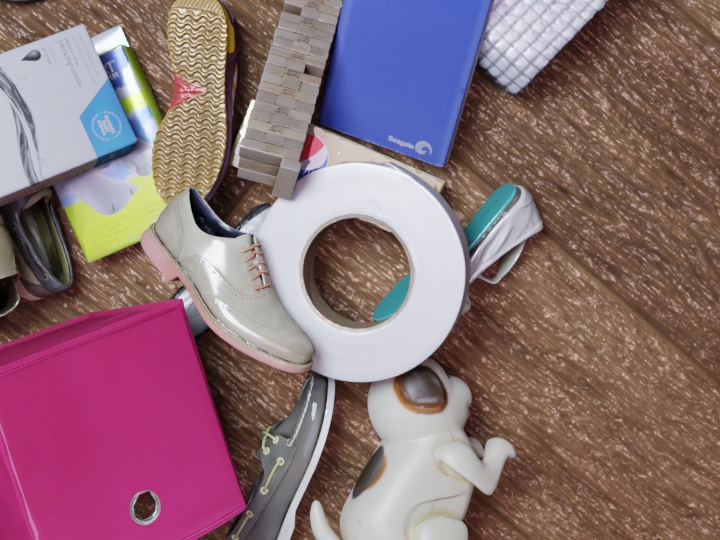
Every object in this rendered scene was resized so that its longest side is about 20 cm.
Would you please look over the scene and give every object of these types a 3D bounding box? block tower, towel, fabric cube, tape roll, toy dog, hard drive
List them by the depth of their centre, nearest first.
[{"bbox_3d":[-0.252,0.154,0.915,0.196,0.200,0.200,-21,98,-39],"label":"fabric cube"},{"bbox_3d":[-0.064,-0.167,0.928,0.058,0.054,0.201,14,64,-6],"label":"block tower"},{"bbox_3d":[0.000,0.000,0.931,0.202,0.037,0.204,2,96,14],"label":"tape roll"},{"bbox_3d":[0.042,-0.206,0.935,0.132,0.025,0.201,21,123,10],"label":"hard drive"},{"bbox_3d":[0.152,-0.288,0.951,0.166,0.086,0.200,42,97,-3],"label":"towel"},{"bbox_3d":[0.050,0.184,0.989,0.193,0.140,0.201,6,84,-8],"label":"toy dog"}]

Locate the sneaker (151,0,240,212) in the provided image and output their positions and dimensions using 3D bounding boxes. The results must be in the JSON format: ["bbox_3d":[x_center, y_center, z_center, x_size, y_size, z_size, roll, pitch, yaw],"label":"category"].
[{"bbox_3d":[-0.146,-0.155,0.963,0.075,0.090,0.201,10,97,7],"label":"sneaker"}]

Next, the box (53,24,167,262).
[{"bbox_3d":[-0.247,-0.123,0.991,0.122,0.048,0.201,-23,97,3],"label":"box"}]

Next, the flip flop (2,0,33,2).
[{"bbox_3d":[-0.268,-0.311,0.961,0.199,0.058,0.081,-13,97,2],"label":"flip flop"}]

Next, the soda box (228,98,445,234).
[{"bbox_3d":[-0.022,-0.096,0.984,0.199,0.064,0.068,23,97,-2],"label":"soda box"}]

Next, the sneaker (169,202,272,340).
[{"bbox_3d":[-0.135,0.028,0.998,0.079,0.074,0.200,44,95,-10],"label":"sneaker"}]

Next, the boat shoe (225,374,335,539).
[{"bbox_3d":[-0.078,0.193,1.017,0.060,0.072,0.202,18,101,-7],"label":"boat shoe"}]

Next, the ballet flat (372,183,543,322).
[{"bbox_3d":[0.102,0.003,1.000,0.200,0.069,0.069,-44,95,5],"label":"ballet flat"}]

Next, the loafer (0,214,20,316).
[{"bbox_3d":[-0.361,0.024,0.947,0.076,0.200,0.068,-19,69,-32],"label":"loafer"}]

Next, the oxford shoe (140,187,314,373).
[{"bbox_3d":[-0.109,0.009,0.904,0.200,0.071,0.074,42,110,10],"label":"oxford shoe"}]

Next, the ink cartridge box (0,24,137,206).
[{"bbox_3d":[-0.314,-0.123,0.899,0.200,0.067,0.116,-27,97,-19],"label":"ink cartridge box"}]

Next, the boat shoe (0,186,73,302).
[{"bbox_3d":[-0.324,-0.069,0.979,0.066,0.072,0.202,-9,104,24],"label":"boat shoe"}]
